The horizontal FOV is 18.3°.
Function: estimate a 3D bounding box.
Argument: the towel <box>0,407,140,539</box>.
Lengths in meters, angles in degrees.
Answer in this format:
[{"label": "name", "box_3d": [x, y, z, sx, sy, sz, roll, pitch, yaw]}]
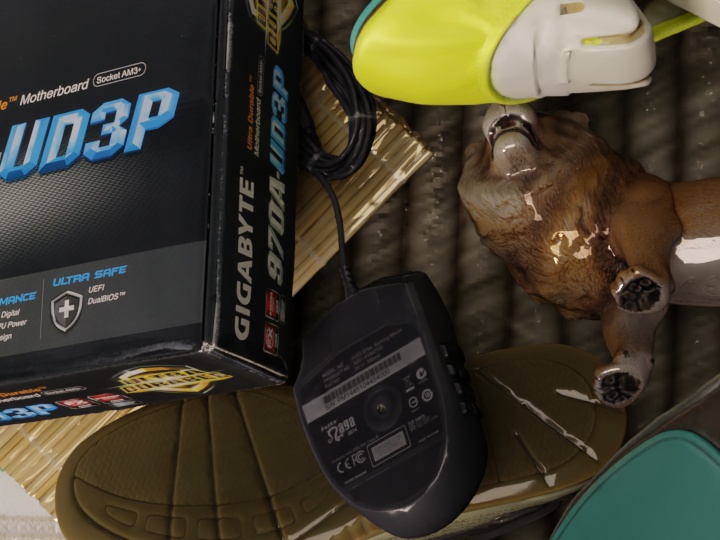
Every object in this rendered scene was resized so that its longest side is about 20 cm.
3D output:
[{"label": "towel", "box_3d": [-0.101, 0.069, 0.848, 0.149, 0.031, 0.200, 1, 86, 20]}]

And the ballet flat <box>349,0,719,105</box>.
[{"label": "ballet flat", "box_3d": [0.095, -0.097, 0.750, 0.200, 0.067, 0.067, -25, 54, -15]}]

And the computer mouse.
[{"label": "computer mouse", "box_3d": [0.000, 0.000, 0.762, 0.059, 0.034, 0.200, -29, 60, 25]}]

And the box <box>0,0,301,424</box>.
[{"label": "box", "box_3d": [-0.114, -0.029, 0.792, 0.200, 0.046, 0.159, -10, 69, 32]}]

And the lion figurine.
[{"label": "lion figurine", "box_3d": [0.132, -0.013, 0.760, 0.200, 0.123, 0.073, 3, 121, 2]}]

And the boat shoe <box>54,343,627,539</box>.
[{"label": "boat shoe", "box_3d": [-0.004, 0.076, 0.783, 0.200, 0.066, 0.072, -12, 61, 6]}]

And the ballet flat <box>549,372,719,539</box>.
[{"label": "ballet flat", "box_3d": [0.131, 0.055, 0.695, 0.067, 0.064, 0.200, 52, 121, 26]}]

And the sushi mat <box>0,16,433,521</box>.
[{"label": "sushi mat", "box_3d": [-0.072, -0.005, 0.821, 0.200, 0.012, 0.096, -45, 73, 10]}]
